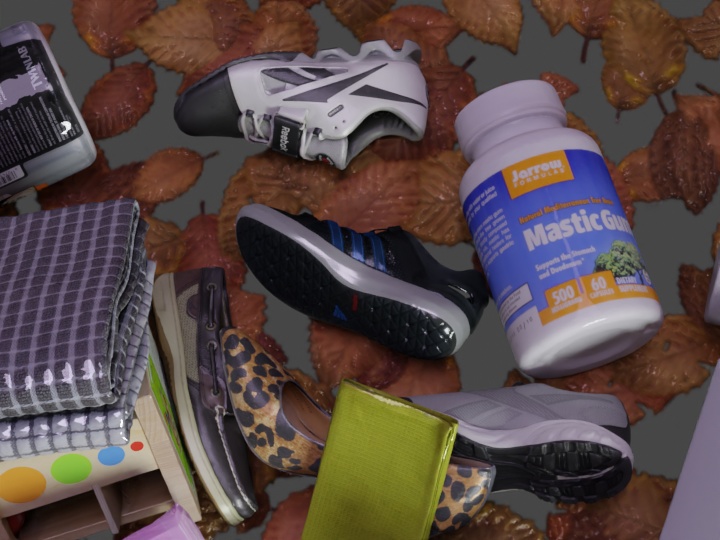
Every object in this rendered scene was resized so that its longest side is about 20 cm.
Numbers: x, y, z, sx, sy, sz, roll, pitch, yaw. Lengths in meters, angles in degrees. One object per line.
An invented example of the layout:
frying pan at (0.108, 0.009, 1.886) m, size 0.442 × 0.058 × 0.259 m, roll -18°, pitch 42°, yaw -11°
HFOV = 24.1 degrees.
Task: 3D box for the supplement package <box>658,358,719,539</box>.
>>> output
supplement package at (0.289, 0.182, 1.107) m, size 0.155 × 0.111 × 0.201 m, roll 12°, pitch 68°, yaw 30°

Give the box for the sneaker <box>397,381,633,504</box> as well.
sneaker at (0.096, 0.116, 1.201) m, size 0.199 × 0.074 × 0.080 m, roll 4°, pitch 39°, yaw 12°

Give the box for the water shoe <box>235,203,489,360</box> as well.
water shoe at (0.000, 0.000, 1.258) m, size 0.199 × 0.072 × 0.079 m, roll 29°, pitch 45°, yaw 16°

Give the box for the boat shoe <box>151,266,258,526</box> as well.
boat shoe at (-0.102, 0.084, 1.218) m, size 0.064 × 0.073 × 0.201 m, roll -20°, pitch 68°, yaw 2°

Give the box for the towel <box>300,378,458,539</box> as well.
towel at (0.003, 0.175, 1.136) m, size 0.086 × 0.018 × 0.201 m, roll 18°, pitch 113°, yaw 10°

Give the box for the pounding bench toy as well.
pounding bench toy at (-0.216, 0.091, 1.193) m, size 0.155 × 0.125 × 0.200 m, roll -17°, pitch 39°, yaw -2°

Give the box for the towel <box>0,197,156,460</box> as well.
towel at (-0.223, 0.032, 1.099) m, size 0.165 × 0.086 × 0.201 m, roll -10°, pitch 39°, yaw 7°

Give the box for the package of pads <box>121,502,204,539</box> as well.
package of pads at (-0.117, 0.262, 1.085) m, size 0.120 × 0.076 × 0.200 m, roll -29°, pitch 72°, yaw -13°

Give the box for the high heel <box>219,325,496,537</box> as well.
high heel at (-0.002, 0.101, 1.158) m, size 0.142 × 0.071 × 0.201 m, roll -30°, pitch 94°, yaw 25°

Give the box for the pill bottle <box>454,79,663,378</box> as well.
pill bottle at (0.136, -0.033, 1.226) m, size 0.111 × 0.112 × 0.201 m, roll -17°, pitch 69°, yaw -3°

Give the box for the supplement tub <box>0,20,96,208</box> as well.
supplement tub at (-0.312, -0.097, 1.279) m, size 0.199 × 0.123 × 0.123 m, roll -25°, pitch 69°, yaw -6°

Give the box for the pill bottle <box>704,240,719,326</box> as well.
pill bottle at (0.350, 0.016, 1.187) m, size 0.199 × 0.120 × 0.120 m, roll 13°, pitch 70°, yaw 10°

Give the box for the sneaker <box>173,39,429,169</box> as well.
sneaker at (-0.044, -0.118, 1.293) m, size 0.199 × 0.074 × 0.089 m, roll -10°, pitch 66°, yaw 0°
